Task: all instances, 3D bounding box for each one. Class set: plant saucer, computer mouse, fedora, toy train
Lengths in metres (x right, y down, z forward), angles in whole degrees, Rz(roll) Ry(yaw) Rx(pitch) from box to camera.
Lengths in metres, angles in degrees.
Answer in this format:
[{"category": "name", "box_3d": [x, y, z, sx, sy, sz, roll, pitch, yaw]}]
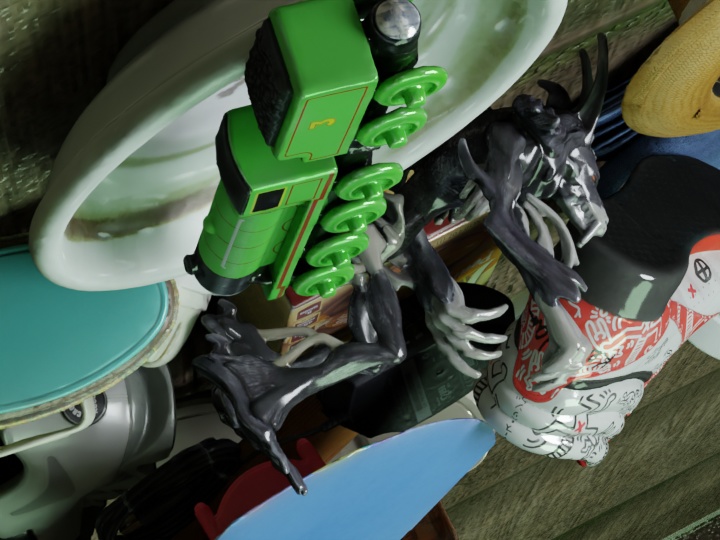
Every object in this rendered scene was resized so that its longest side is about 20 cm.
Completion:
[{"category": "plant saucer", "box_3d": [-0.028, -0.064, 0.893, 0.200, 0.050, 0.200, -27, 167, -7]}, {"category": "computer mouse", "box_3d": [-0.024, 0.059, 1.122, 0.200, 0.034, 0.059, -27, 148, -9]}, {"category": "fedora", "box_3d": [0.167, -0.127, 0.983, 0.200, 0.082, 0.201, -28, 167, -7]}, {"category": "toy train", "box_3d": [-0.019, -0.034, 0.837, 0.056, 0.042, 0.200, -14, 163, -16]}]

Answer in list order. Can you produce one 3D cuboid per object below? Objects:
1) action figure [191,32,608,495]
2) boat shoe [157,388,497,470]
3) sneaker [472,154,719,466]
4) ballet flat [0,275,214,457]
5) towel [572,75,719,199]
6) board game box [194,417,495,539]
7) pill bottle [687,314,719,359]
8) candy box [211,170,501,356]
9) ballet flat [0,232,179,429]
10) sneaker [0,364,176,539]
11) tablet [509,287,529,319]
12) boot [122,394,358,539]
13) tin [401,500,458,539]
[{"category": "action figure", "box_3d": [0.034, 0.002, 1.010, 0.200, 0.102, 0.119, -39, -172, -8]}, {"category": "boat shoe", "box_3d": [-0.023, 0.076, 1.310, 0.199, 0.073, 0.063, -10, -155, 22]}, {"category": "sneaker", "box_3d": [0.112, 0.018, 1.132, 0.108, 0.067, 0.201, -61, 163, 22]}, {"category": "ballet flat", "box_3d": [-0.104, 0.023, 1.028, 0.200, 0.062, 0.067, -32, 174, 12]}, {"category": "towel", "box_3d": [0.189, -0.102, 1.192, 0.200, 0.049, 0.112, -38, 164, 32]}, {"category": "board game box", "box_3d": [-0.040, 0.107, 1.092, 0.158, 0.039, 0.200, -11, 149, -49]}, {"category": "pill bottle", "box_3d": [0.245, -0.037, 1.399, 0.113, 0.114, 0.200, -17, 163, -40]}, {"category": "candy box", "box_3d": [0.000, 0.000, 1.165, 0.115, 0.055, 0.200, -27, 166, -13]}, {"category": "ballet flat", "box_3d": [-0.164, 0.038, 0.969, 0.200, 0.071, 0.071, -23, 165, -14]}, {"category": "sneaker", "box_3d": [-0.154, 0.085, 1.166, 0.088, 0.074, 0.200, -3, 156, -25]}, {"category": "tablet", "box_3d": [0.111, -0.001, 1.273, 0.130, 0.014, 0.200, -34, 175, 35]}, {"category": "boot", "box_3d": [-0.076, 0.121, 1.230, 0.200, 0.068, 0.188, -44, 165, -5]}, {"category": "tin", "box_3d": [-0.007, 0.146, 1.261, 0.112, 0.042, 0.200, -21, -164, -1]}]
